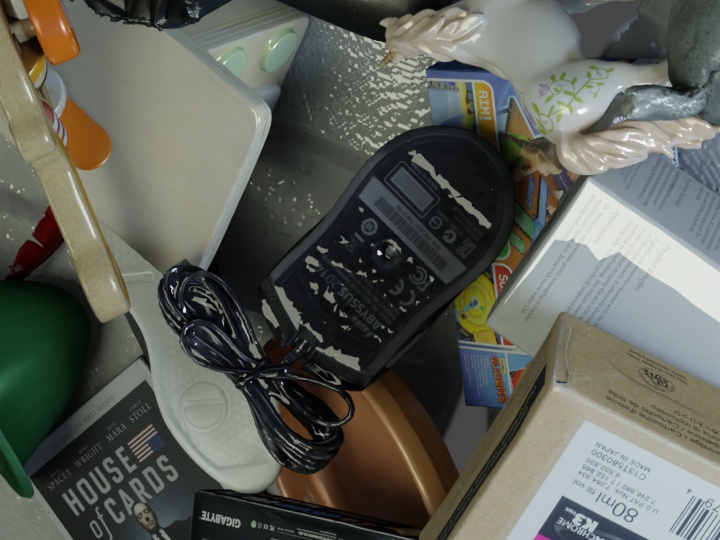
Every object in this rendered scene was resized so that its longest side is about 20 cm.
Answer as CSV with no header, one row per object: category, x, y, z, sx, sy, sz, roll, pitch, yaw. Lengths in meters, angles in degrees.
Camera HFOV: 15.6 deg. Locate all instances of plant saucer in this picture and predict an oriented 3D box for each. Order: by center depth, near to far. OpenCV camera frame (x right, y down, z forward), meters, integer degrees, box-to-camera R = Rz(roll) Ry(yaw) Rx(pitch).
plant saucer,0.006,0.122,1.519,0.200,0.037,0.201,45,150,35

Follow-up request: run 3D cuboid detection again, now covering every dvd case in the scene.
dvd case,-0.119,0.167,1.670,0.150,0.025,0.200,-39,86,37

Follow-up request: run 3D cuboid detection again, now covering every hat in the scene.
hat,-0.184,0.027,1.660,0.166,0.176,0.200,56,167,3

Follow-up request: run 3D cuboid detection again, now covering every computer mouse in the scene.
computer mouse,0.000,0.000,1.427,0.200,0.053,0.139,-41,85,6

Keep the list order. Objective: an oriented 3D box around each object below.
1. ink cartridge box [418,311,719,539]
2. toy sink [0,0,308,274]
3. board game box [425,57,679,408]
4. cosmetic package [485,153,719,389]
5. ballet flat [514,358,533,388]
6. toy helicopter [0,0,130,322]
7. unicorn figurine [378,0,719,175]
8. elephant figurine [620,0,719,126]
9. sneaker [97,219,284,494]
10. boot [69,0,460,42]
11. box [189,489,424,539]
ink cartridge box,0.147,0.139,1.307,0.199,0.075,0.165,26,119,-6
toy sink,-0.114,-0.110,1.500,0.200,0.112,0.131,39,126,20
board game box,0.111,-0.017,1.435,0.135,0.034,0.201,5,112,32
cosmetic package,0.179,0.032,1.349,0.200,0.085,0.108,35,118,0
ballet flat,0.090,0.128,1.463,0.068,0.063,0.201,19,134,12
toy helicopter,-0.172,-0.067,1.424,0.079,0.132,0.201,-22,103,-3
unicorn figurine,0.094,-0.119,1.346,0.200,0.137,0.074,55,172,51
elephant figurine,0.234,-0.155,1.222,0.141,0.156,0.200,22,141,-16
sneaker,-0.092,0.043,1.547,0.071,0.099,0.200,-32,75,6
boot,-0.060,-0.165,1.408,0.198,0.162,0.074,31,121,18
box,-0.021,0.213,1.455,0.199,0.046,0.160,7,92,45
